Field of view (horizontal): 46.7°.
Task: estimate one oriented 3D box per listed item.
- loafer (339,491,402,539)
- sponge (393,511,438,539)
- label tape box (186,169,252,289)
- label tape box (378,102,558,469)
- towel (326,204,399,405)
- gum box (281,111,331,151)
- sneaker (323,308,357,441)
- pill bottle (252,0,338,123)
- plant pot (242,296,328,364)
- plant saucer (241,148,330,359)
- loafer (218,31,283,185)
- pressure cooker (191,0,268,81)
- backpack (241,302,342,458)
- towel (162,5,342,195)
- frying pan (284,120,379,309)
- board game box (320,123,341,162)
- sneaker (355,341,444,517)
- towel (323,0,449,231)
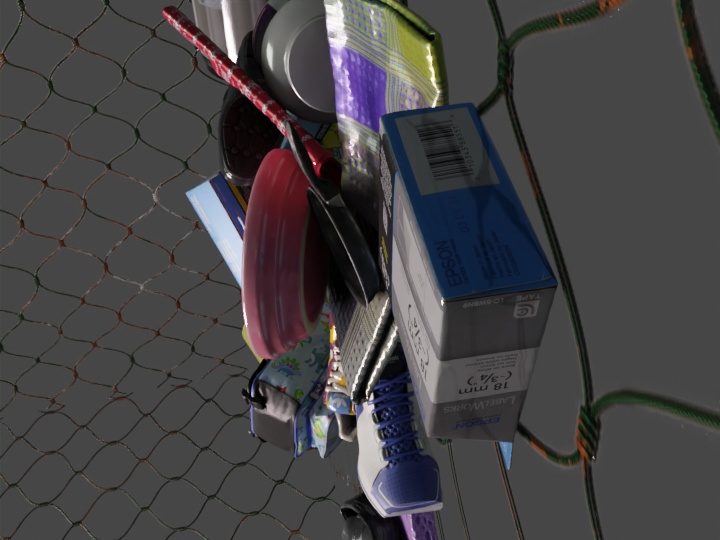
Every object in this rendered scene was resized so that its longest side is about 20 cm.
[{"bbox_3d":[0.013,0.328,1.022,0.201,0.070,0.069,-139,39,-81],"label":"loafer"},{"bbox_3d":[0.060,0.288,0.992,0.200,0.030,0.112,102,158,-75],"label":"sponge"},{"bbox_3d":[-0.132,-0.050,0.969,0.145,0.063,0.200,61,-163,-11],"label":"label tape box"},{"bbox_3d":[0.055,0.022,0.521,0.201,0.063,0.145,89,169,-49],"label":"label tape box"},{"bbox_3d":[0.012,-0.008,0.795,0.193,0.034,0.201,-105,27,-48],"label":"towel"},{"bbox_3d":[-0.070,-0.242,0.973,0.170,0.044,0.202,136,134,-65],"label":"gum box"},{"bbox_3d":[-0.007,0.120,0.986,0.090,0.074,0.201,-55,-34,-37],"label":"sneaker"},{"bbox_3d":[-0.038,-0.199,0.760,0.200,0.112,0.113,-116,17,-67],"label":"pill bottle"},{"bbox_3d":[-0.074,0.152,1.389,0.201,0.186,0.188,60,165,27],"label":"plant pot"},{"bbox_3d":[-0.065,-0.015,0.806,0.200,0.050,0.202,5,-90,-83],"label":"plant saucer"},{"bbox_3d":[-0.113,-0.165,0.884,0.071,0.068,0.202,118,160,-54],"label":"loafer"},{"bbox_3d":[-0.146,-0.350,1.153,0.176,0.177,0.201,-113,15,-50],"label":"pressure cooker"},{"bbox_3d":[-0.059,0.161,1.215,0.201,0.146,0.183,-58,-14,-29],"label":"backpack"},{"bbox_3d":[-0.087,-0.149,0.759,0.200,0.022,0.145,45,-176,10],"label":"towel"},{"bbox_3d":[-0.027,-0.053,0.694,0.191,0.031,0.115,69,171,-26],"label":"frying pan"},{"bbox_3d":[-0.031,-0.093,1.047,0.201,0.047,0.102,95,164,-47],"label":"board game box"},{"bbox_3d":[0.026,0.140,0.848,0.116,0.080,0.200,85,174,-49],"label":"sneaker"},{"bbox_3d":[0.019,-0.104,0.619,0.144,0.023,0.201,47,151,40],"label":"towel"}]
